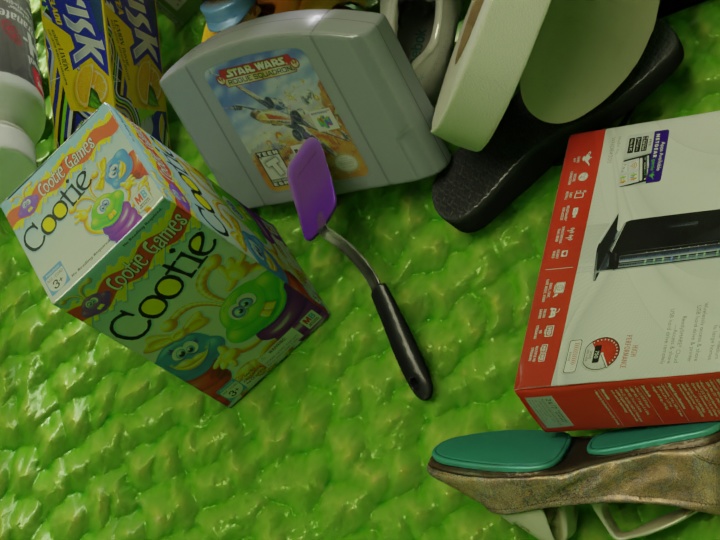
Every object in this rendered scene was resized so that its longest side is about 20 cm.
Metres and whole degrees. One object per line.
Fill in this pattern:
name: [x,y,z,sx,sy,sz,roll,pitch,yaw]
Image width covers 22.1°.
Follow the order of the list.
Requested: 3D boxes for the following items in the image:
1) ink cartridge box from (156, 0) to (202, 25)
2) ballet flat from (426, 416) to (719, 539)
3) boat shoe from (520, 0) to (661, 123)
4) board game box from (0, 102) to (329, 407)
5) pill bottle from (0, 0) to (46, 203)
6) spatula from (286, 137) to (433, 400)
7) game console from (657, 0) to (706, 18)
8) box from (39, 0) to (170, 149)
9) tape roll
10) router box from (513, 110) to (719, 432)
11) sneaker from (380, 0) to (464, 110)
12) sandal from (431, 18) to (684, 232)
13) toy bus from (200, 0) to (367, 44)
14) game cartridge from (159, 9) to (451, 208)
ink cartridge box: [-0.166,-0.318,1.508,0.148,0.076,0.200,-47,52,5]
ballet flat: [0.133,0.130,1.097,0.199,0.068,0.068,-7,104,30]
boat shoe: [0.159,-0.185,1.182,0.201,0.071,0.063,-64,7,0]
board game box: [-0.129,-0.006,1.249,0.105,0.200,0.103,-42,51,9]
pill bottle: [-0.316,-0.153,1.505,0.110,0.111,0.201,-27,55,20]
spatula: [0.000,0.000,1.242,0.201,0.020,0.057,59,143,17]
game console: [0.239,-0.279,1.256,0.199,0.117,0.176,-19,28,25]
box: [-0.196,-0.170,1.402,0.064,0.070,0.202,-3,96,31]
tape roll: [0.096,-0.177,1.185,0.037,0.203,0.204,21,77,-3]
router box: [0.197,-0.005,1.100,0.178,0.049,0.201,-8,49,31]
sneaker: [0.044,-0.209,1.296,0.074,0.089,0.202,0,70,5]
sandal: [0.133,-0.099,1.229,0.200,0.043,0.076,-38,44,23]
toy bus: [-0.078,-0.225,1.331,0.135,0.192,0.202,-2,68,31]
game cartridge: [-0.045,-0.113,1.281,0.199,0.134,0.042,-8,37,39]
